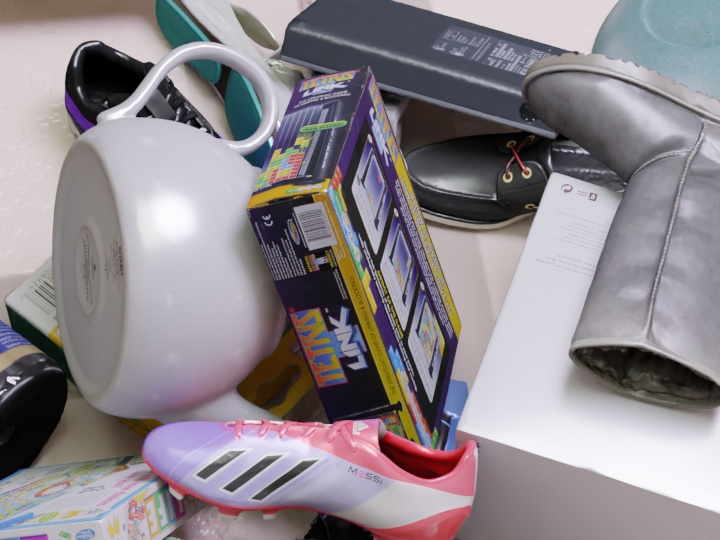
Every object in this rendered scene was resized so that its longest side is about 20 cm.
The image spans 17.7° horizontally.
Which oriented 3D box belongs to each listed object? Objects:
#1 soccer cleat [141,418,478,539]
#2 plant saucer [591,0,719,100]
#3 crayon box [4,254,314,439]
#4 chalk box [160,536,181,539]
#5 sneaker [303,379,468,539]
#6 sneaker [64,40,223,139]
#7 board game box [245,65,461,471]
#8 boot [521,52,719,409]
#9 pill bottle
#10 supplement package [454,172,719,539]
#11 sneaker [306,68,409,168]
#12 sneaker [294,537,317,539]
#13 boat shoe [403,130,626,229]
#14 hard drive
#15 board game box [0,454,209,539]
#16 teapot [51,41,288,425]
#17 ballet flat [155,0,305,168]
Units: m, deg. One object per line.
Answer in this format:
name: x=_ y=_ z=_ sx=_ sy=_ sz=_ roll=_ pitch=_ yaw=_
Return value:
soccer cleat: x=-0.028 y=0.112 z=1.370 sx=0.199 sy=0.077 sz=0.067 roll=16 pitch=25 yaw=-7
plant saucer: x=0.256 y=-0.181 z=1.650 sx=0.200 sy=0.039 sz=0.202 roll=-14 pitch=44 yaw=13
crayon box: x=-0.120 y=0.046 z=1.533 sx=0.200 sy=0.052 sz=0.126 roll=36 pitch=65 yaw=20
chalk box: x=-0.146 y=0.245 z=1.367 sx=0.124 sy=0.124 sz=0.201 roll=-17 pitch=60 yaw=-13
sneaker: x=0.012 y=0.148 z=1.464 sx=0.077 sy=0.070 sz=0.201 roll=18 pitch=60 yaw=1
sneaker: x=-0.134 y=-0.088 z=1.587 sx=0.200 sy=0.100 sz=0.070 roll=37 pitch=66 yaw=20
board game box: x=0.000 y=0.000 z=1.435 sx=0.056 sy=0.201 sz=0.166 roll=-12 pitch=27 yaw=16
boot: x=0.160 y=-0.025 z=1.414 sx=0.181 sy=0.073 sz=0.201 roll=17 pitch=64 yaw=11
pill bottle: x=-0.295 y=0.054 z=1.489 sx=0.199 sy=0.112 sz=0.112 roll=34 pitch=63 yaw=18
supplement package: x=0.175 y=0.081 z=1.466 sx=0.190 sy=0.147 sz=0.201 roll=17 pitch=59 yaw=10
sneaker: x=-0.009 y=-0.081 z=1.605 sx=0.074 sy=0.082 sz=0.201 roll=11 pitch=37 yaw=-7
sneaker: x=-0.004 y=0.191 z=1.362 sx=0.199 sy=0.076 sz=0.088 roll=7 pitch=40 yaw=-37
boat shoe: x=0.123 y=-0.072 z=1.612 sx=0.200 sy=0.063 sz=0.074 roll=1 pitch=60 yaw=0
hard drive: x=0.056 y=-0.150 z=1.630 sx=0.199 sy=0.033 sz=0.140 roll=17 pitch=21 yaw=8
board game box: x=-0.177 y=0.148 z=1.376 sx=0.134 sy=0.200 sz=0.034 roll=-8 pitch=95 yaw=16
teapot: x=-0.102 y=-0.007 z=1.438 sx=0.145 sy=0.201 sz=0.198 roll=-4 pitch=41 yaw=-23
ballet flat: x=-0.076 y=-0.139 z=1.648 sx=0.069 sy=0.070 sz=0.200 roll=-25 pitch=59 yaw=-16
